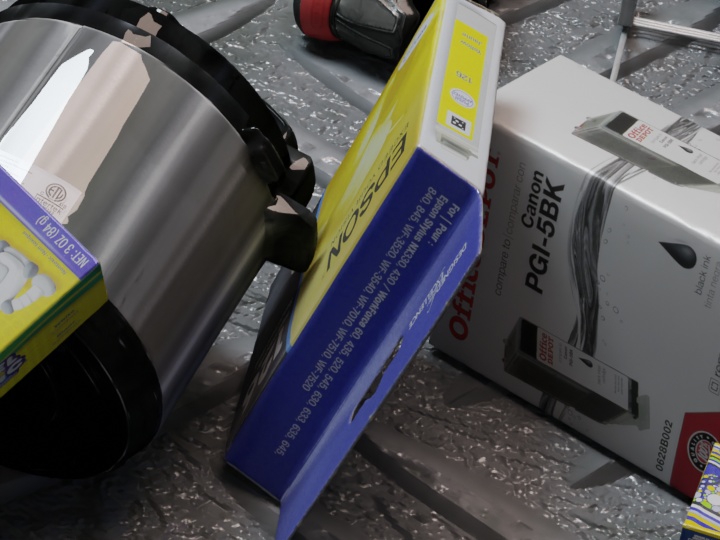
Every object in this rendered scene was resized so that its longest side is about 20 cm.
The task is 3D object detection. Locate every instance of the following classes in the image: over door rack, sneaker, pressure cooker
[{"bbox_3d":[0.218,-0.123,1.609,0.147,0.067,0.200,12,34,5],"label":"over door rack"},{"bbox_3d":[0.054,-0.175,1.642,0.098,0.071,0.200,31,41,29],"label":"sneaker"},{"bbox_3d":[-0.125,-0.028,1.246,0.178,0.176,0.200,-13,38,46],"label":"pressure cooker"}]

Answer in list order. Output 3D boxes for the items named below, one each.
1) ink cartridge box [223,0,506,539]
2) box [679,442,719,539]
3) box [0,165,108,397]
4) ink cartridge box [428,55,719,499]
[{"bbox_3d":[0.000,0.000,1.253,0.047,0.198,0.200,28,32,-8],"label":"ink cartridge box"},{"bbox_3d":[0.238,0.148,1.215,0.199,0.065,0.070,18,35,11],"label":"box"},{"bbox_3d":[-0.211,0.032,1.087,0.117,0.048,0.200,42,75,14],"label":"box"},{"bbox_3d":[0.139,0.009,1.322,0.199,0.147,0.083,29,40,29],"label":"ink cartridge box"}]
